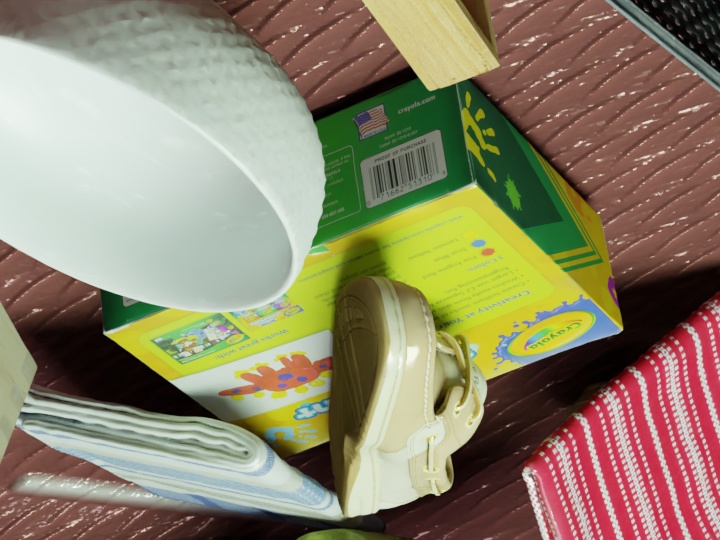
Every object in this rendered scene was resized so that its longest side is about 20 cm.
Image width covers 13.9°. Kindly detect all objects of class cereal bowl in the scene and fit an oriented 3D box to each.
[{"bbox_3d":[-0.102,-0.071,1.234,0.199,0.084,0.200,20,155,10],"label":"cereal bowl"}]

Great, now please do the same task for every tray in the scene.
[{"bbox_3d":[-0.003,-0.162,1.138,0.037,0.099,0.200,-18,147,15],"label":"tray"}]

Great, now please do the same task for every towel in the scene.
[{"bbox_3d":[-0.081,0.099,1.507,0.146,0.024,0.200,10,169,22],"label":"towel"},{"bbox_3d":[0.168,0.103,1.519,0.022,0.200,0.145,11,129,46],"label":"towel"}]

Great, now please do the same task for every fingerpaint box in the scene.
[{"bbox_3d":[0.000,0.000,1.418,0.199,0.074,0.167,-22,146,21],"label":"fingerpaint box"}]

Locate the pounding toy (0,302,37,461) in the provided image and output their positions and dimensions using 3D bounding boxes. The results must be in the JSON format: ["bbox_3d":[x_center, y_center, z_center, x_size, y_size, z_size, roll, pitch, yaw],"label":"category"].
[{"bbox_3d":[-0.253,0.031,1.328,0.183,0.143,0.201,-2,137,22],"label":"pounding toy"}]

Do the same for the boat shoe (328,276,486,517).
[{"bbox_3d":[0.025,0.056,1.381,0.069,0.074,0.200,-7,157,-7],"label":"boat shoe"}]

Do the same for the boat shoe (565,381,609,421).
[{"bbox_3d":[0.204,0.085,1.643,0.199,0.064,0.073,11,155,-20],"label":"boat shoe"}]

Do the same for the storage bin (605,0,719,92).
[{"bbox_3d":[0.182,-0.151,1.219,0.135,0.094,0.200,-28,145,26],"label":"storage bin"}]

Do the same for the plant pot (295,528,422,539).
[{"bbox_3d":[0.038,0.219,1.551,0.184,0.201,0.200,22,136,-37],"label":"plant pot"}]
